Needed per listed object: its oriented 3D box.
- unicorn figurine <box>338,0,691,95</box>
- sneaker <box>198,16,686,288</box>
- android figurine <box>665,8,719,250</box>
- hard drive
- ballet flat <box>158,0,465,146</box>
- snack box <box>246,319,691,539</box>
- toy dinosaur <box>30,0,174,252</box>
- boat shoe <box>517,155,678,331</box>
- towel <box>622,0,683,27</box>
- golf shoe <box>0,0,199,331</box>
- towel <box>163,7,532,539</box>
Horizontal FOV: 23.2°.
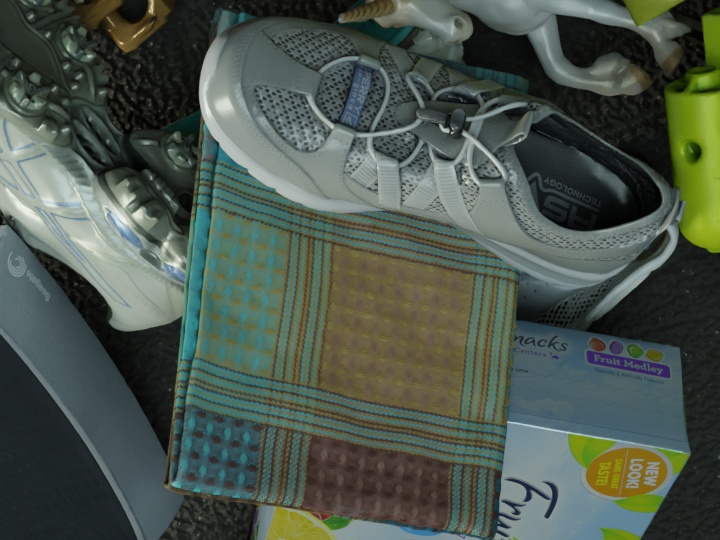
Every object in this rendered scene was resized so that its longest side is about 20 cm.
[{"bbox_3d":[0.085,-0.138,0.750,0.137,0.074,0.200,30,70,-6],"label":"unicorn figurine"},{"bbox_3d":[0.036,-0.055,0.682,0.200,0.082,0.075,17,72,-19],"label":"sneaker"},{"bbox_3d":[0.197,-0.064,0.754,0.182,0.041,0.200,-29,119,-39],"label":"android figurine"},{"bbox_3d":[-0.174,0.070,0.802,0.135,0.042,0.200,-12,134,13],"label":"hard drive"},{"bbox_3d":[-0.034,-0.052,0.797,0.200,0.072,0.072,-32,110,11],"label":"ballet flat"},{"bbox_3d":[0.041,0.106,0.821,0.168,0.068,0.200,10,138,-8],"label":"snack box"},{"bbox_3d":[-0.137,-0.106,0.781,0.106,0.060,0.200,-12,107,24],"label":"toy dinosaur"},{"bbox_3d":[0.061,0.020,0.825,0.200,0.069,0.071,-37,110,12],"label":"boat shoe"},{"bbox_3d":[0.090,-0.199,0.675,0.086,0.018,0.200,-27,93,50],"label":"towel"},{"bbox_3d":[-0.139,-0.052,0.732,0.200,0.078,0.097,48,129,-5],"label":"golf shoe"},{"bbox_3d":[0.000,0.000,0.711,0.146,0.022,0.200,11,73,-20],"label":"towel"}]
